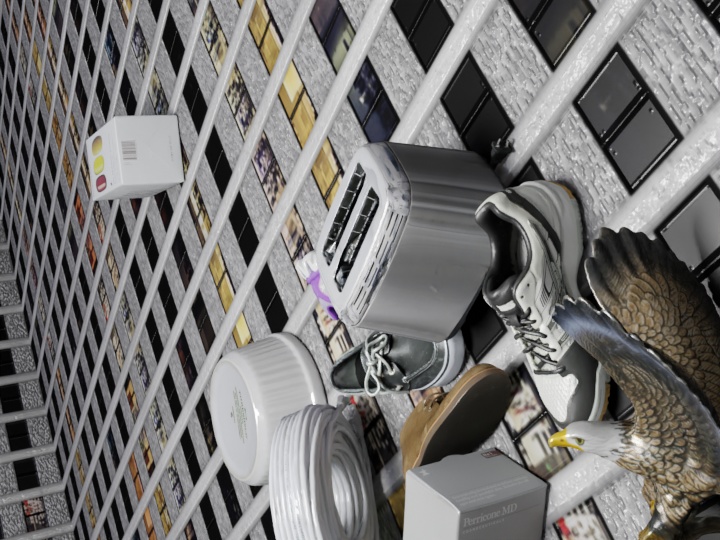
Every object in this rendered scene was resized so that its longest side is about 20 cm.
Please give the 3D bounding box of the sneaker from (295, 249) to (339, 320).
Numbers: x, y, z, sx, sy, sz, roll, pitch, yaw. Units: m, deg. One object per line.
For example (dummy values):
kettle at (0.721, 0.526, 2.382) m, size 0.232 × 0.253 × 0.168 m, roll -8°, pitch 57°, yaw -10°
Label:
sneaker at (0.000, 0.000, 0.933) m, size 0.200 × 0.079 × 0.090 m, roll -36°, pitch 73°, yaw 61°

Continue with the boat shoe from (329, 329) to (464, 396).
boat shoe at (0.030, 0.092, 0.900) m, size 0.198 × 0.067 × 0.075 m, roll -20°, pitch 79°, yaw 58°

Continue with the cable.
cable at (-0.039, 0.247, 0.949) m, size 0.068 × 0.200 × 0.204 m, roll -14°, pitch 86°, yaw 15°

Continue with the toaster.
toaster at (0.046, -0.031, 0.769) m, size 0.202 × 0.127 × 0.115 m, roll -64°, pitch 35°, yaw 33°

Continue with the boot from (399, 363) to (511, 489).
boot at (0.079, 0.140, 0.835) m, size 0.202 × 0.072 × 0.076 m, roll 114°, pitch 147°, yaw -44°

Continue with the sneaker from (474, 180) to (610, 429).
sneaker at (0.135, 0.033, 0.695) m, size 0.075 × 0.086 × 0.204 m, roll -19°, pitch 81°, yaw 56°

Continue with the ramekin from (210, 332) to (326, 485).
ramekin at (-0.128, 0.188, 1.160) m, size 0.201 × 0.093 × 0.207 m, roll 19°, pitch 112°, yaw 57°

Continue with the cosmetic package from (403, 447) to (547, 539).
cosmetic package at (0.097, 0.274, 0.791) m, size 0.090 × 0.105 × 0.204 m, roll 29°, pitch 122°, yaw 54°

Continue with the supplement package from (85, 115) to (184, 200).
supplement package at (-0.391, -0.189, 1.509) m, size 0.199 × 0.108 × 0.116 m, roll -9°, pitch 88°, yaw 59°

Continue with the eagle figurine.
eagle figurine at (0.190, 0.088, 0.551) m, size 0.151 × 0.148 × 0.204 m, roll -147°, pitch 48°, yaw -64°
